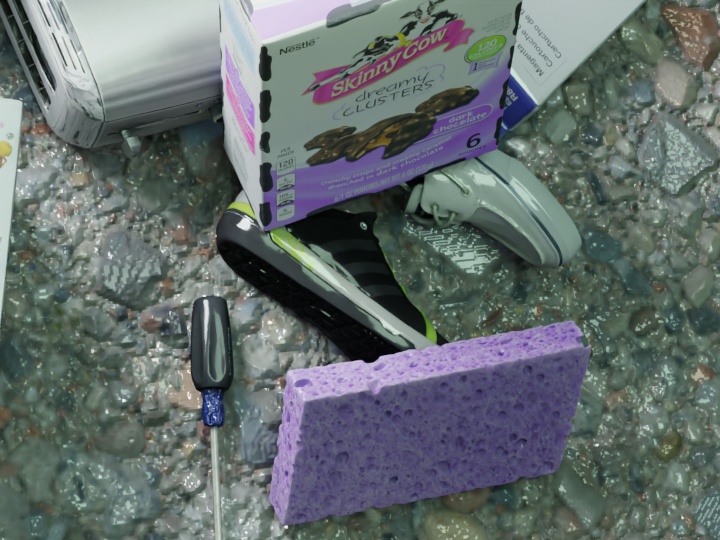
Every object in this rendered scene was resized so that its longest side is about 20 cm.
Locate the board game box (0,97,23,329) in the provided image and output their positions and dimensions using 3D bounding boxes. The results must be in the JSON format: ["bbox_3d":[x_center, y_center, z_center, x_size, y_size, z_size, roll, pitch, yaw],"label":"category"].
[{"bbox_3d":[-0.240,0.015,1.104,0.064,0.148,0.202,7,74,-14],"label":"board game box"}]

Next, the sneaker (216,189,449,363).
[{"bbox_3d":[0.000,0.000,1.231,0.199,0.072,0.083,37,67,-7],"label":"sneaker"}]

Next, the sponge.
[{"bbox_3d":[0.044,0.097,1.205,0.198,0.112,0.030,-9,41,-21],"label":"sponge"}]

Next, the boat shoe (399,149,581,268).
[{"bbox_3d":[0.053,-0.059,1.270,0.200,0.074,0.067,40,72,8],"label":"boat shoe"}]

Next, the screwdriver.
[{"bbox_3d":[-0.090,0.113,1.191,0.028,0.029,0.202,1,71,-18],"label":"screwdriver"}]

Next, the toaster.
[{"bbox_3d":[-0.155,-0.174,1.200,0.128,0.114,0.202,-22,86,-20],"label":"toaster"}]

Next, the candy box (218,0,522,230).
[{"bbox_3d":[0.004,-0.127,1.139,0.166,0.201,0.072,-20,63,-13],"label":"candy box"}]

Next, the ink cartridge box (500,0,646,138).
[{"bbox_3d":[0.081,-0.208,1.328,0.197,0.043,0.200,47,66,-3],"label":"ink cartridge box"}]
